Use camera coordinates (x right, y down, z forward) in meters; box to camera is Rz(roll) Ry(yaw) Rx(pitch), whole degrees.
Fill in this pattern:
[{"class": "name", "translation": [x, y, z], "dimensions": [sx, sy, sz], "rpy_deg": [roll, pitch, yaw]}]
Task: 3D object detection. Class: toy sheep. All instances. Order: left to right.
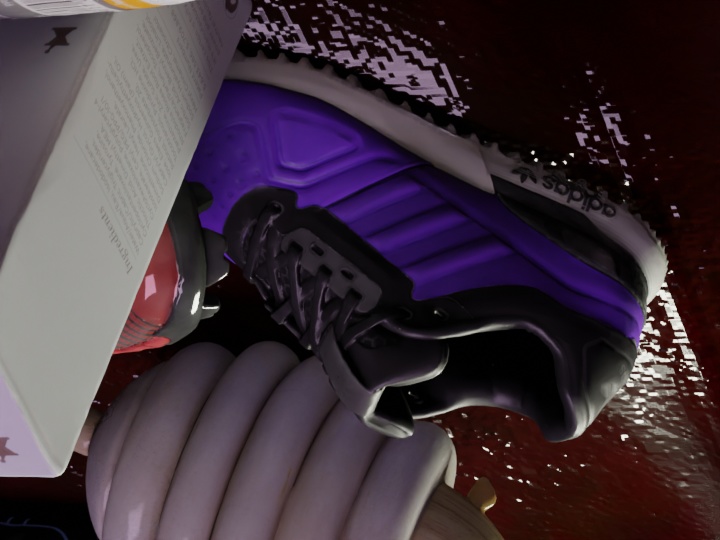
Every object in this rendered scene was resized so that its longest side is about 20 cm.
[{"class": "toy sheep", "translation": [-0.035, 0.091, 1.114], "dimensions": [0.199, 0.138, 0.138], "rpy_deg": [16, 146, 9]}]

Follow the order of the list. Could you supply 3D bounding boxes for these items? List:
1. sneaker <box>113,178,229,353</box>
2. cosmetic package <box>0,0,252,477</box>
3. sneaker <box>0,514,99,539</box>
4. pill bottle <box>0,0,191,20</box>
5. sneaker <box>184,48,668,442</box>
[{"class": "sneaker", "translation": [-0.130, -0.009, 0.986], "dimensions": [0.098, 0.071, 0.200], "rpy_deg": [-10, -165, -43]}, {"class": "cosmetic package", "translation": [-0.112, -0.036, 0.896], "dimensions": [0.101, 0.201, 0.074], "rpy_deg": [-2, 135, 22]}, {"class": "sneaker", "translation": [-0.166, 0.138, 1.277], "dimensions": [0.199, 0.071, 0.078], "rpy_deg": [-14, 141, 35]}, {"class": "pill bottle", "translation": [-0.135, -0.127, 0.858], "dimensions": [0.199, 0.117, 0.117], "rpy_deg": [-2, 142, 24]}, {"class": "sneaker", "translation": [0.000, 0.000, 0.992], "dimensions": [0.199, 0.100, 0.070], "rpy_deg": [19, 145, 0]}]
